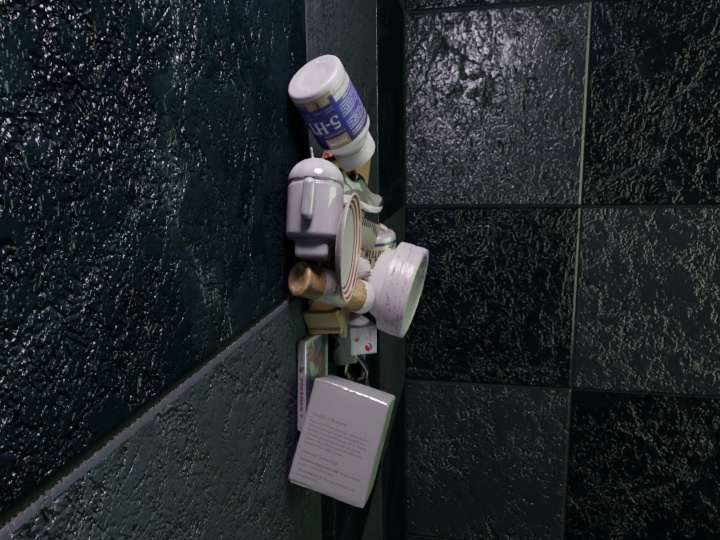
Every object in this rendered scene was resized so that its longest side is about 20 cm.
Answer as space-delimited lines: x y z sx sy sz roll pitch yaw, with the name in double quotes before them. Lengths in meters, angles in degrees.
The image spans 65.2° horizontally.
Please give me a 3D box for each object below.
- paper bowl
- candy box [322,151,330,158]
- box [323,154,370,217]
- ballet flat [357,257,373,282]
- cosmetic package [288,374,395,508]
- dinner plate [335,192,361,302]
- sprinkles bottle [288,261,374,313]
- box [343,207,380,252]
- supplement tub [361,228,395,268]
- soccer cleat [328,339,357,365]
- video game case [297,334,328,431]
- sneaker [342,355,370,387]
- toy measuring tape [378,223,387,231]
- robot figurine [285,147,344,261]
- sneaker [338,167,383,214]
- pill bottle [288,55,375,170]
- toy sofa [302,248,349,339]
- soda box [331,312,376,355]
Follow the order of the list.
"paper bowl" 0.079 0.038 1.268 0.200 0.101 0.208 17 89 -77
"candy box" -0.057 -0.181 1.385 0.204 0.053 0.118 79 18 -49
"box" -0.037 -0.176 1.298 0.161 0.021 0.206 -30 136 -44
"ballet flat" 0.000 0.000 1.268 0.200 0.069 0.075 44 48 -71
"cosmetic package" -0.032 0.343 1.170 0.167 0.160 0.208 41 65 -79
"dinner plate" -0.024 -0.044 1.074 0.200 0.023 0.209 4 90 -81
"sprinkles bottle" -0.056 0.037 1.143 0.196 0.067 0.071 19 70 -46
"box" -0.037 -0.099 1.255 0.198 0.080 0.071 16 97 -62
"supplement tub" 0.038 -0.015 1.687 0.145 0.139 0.208 -54 143 -72
"soccer cleat" -0.027 0.174 1.504 0.203 0.083 0.072 -77 164 -49
"video game case" -0.104 0.237 1.259 0.200 0.022 0.190 -11 102 -79
"sneaker" -0.007 0.331 1.614 0.146 0.074 0.211 -93 174 -86
"toy measuring tape" -0.008 -0.046 1.383 0.072 0.197 0.076 21 56 -36
"robot figurine" -0.087 -0.124 1.079 0.170 0.108 0.209 61 30 -85
"sneaker" -0.003 -0.177 1.260 0.198 0.072 0.082 5 105 -57
"pill bottle" -0.048 -0.306 1.124 0.201 0.116 0.123 54 35 -43
"toy sofa" -0.067 0.053 1.282 0.099 0.079 0.205 75 18 -46
"soda box" -0.021 0.144 1.362 0.199 0.065 0.066 -156 -116 -71
